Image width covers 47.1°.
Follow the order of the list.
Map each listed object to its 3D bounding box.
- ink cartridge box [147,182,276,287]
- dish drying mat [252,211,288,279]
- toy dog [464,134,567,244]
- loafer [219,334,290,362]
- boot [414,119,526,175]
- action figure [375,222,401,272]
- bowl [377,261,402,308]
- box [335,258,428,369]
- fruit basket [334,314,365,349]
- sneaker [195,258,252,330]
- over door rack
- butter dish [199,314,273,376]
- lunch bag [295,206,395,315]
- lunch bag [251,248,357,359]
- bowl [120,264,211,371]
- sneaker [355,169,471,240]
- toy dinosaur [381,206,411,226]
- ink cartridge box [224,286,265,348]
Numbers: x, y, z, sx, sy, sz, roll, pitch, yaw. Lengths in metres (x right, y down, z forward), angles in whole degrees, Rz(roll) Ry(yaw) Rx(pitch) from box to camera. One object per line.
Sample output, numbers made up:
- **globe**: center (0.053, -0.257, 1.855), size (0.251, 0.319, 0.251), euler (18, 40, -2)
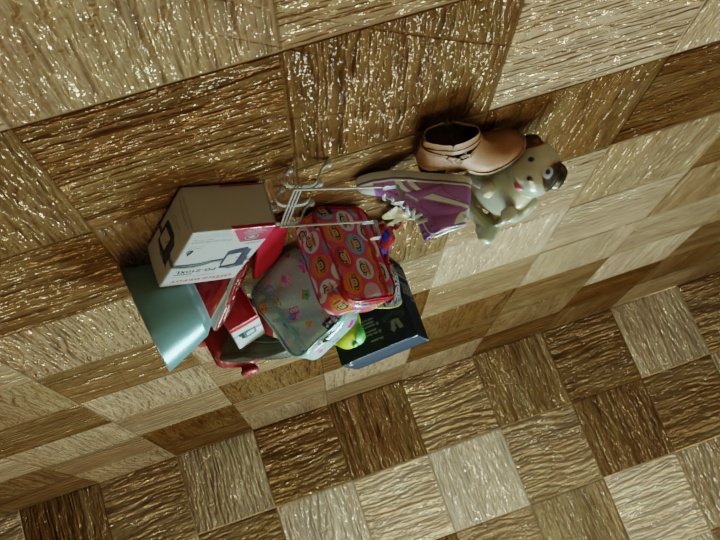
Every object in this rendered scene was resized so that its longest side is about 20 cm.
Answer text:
- **ink cartridge box**: center (-0.247, -0.056, 1.348), size (0.145, 0.084, 0.200), euler (-8, 159, -33)
- **dish drying mat**: center (-0.170, -0.045, 1.545), size (0.077, 0.018, 0.200), euler (-40, 170, -22)
- **toy dog**: center (0.284, -0.160, 1.507), size (0.194, 0.140, 0.200), euler (-35, -179, -31)
- **loafer**: center (-0.222, 0.160, 1.779), size (0.200, 0.067, 0.076), euler (-8, 170, 26)
- **boot**: center (0.189, -0.210, 1.365), size (0.200, 0.074, 0.155), euler (-16, 168, -2)
- **action figure**: center (0.034, -0.029, 1.640), size (0.052, 0.200, 0.065), euler (5, 142, 32)
- **bowl**: center (0.000, 0.000, 1.725), size (0.201, 0.094, 0.201), euler (13, -166, -3)
- **box**: center (0.029, 0.107, 1.958), size (0.197, 0.200, 0.117), euler (-23, 163, 13)
- **fruit basket**: center (-0.069, 0.087, 1.800), size (0.215, 0.156, 0.216), euler (1, -177, 0)
- **sneaker**: center (-0.279, 0.009, 1.530), size (0.078, 0.115, 0.200), euler (-63, 179, -71)
- **over door rack**: center (-0.043, -0.119, 1.385), size (0.200, 0.067, 0.148), euler (7, 155, -13)
- **butter dish**: center (-0.274, 0.175, 1.920), size (0.200, 0.148, 0.199), euler (-16, 162, -12)
- **lunch bag**: center (-0.019, -0.019, 1.521), size (0.082, 0.200, 0.176), euler (-32, 162, 37)
- **lunch bag**: center (-0.113, 0.071, 1.616), size (0.160, 0.200, 0.077), euler (-43, 155, 9)
- **bowl**: center (-0.333, 0.067, 1.457), size (0.105, 0.201, 0.201), euler (-25, 164, -14)
- **sneaker**: center (0.087, -0.111, 1.418), size (0.200, 0.114, 0.073), euler (4, 176, 8)
- **toy dinosaur**: center (0.089, -0.121, 1.570), size (0.101, 0.058, 0.200), euler (-16, 162, -9)
- **ink cartridge box**: center (-0.256, 0.074, 1.665), size (0.067, 0.116, 0.200), euler (-31, 164, -10)
